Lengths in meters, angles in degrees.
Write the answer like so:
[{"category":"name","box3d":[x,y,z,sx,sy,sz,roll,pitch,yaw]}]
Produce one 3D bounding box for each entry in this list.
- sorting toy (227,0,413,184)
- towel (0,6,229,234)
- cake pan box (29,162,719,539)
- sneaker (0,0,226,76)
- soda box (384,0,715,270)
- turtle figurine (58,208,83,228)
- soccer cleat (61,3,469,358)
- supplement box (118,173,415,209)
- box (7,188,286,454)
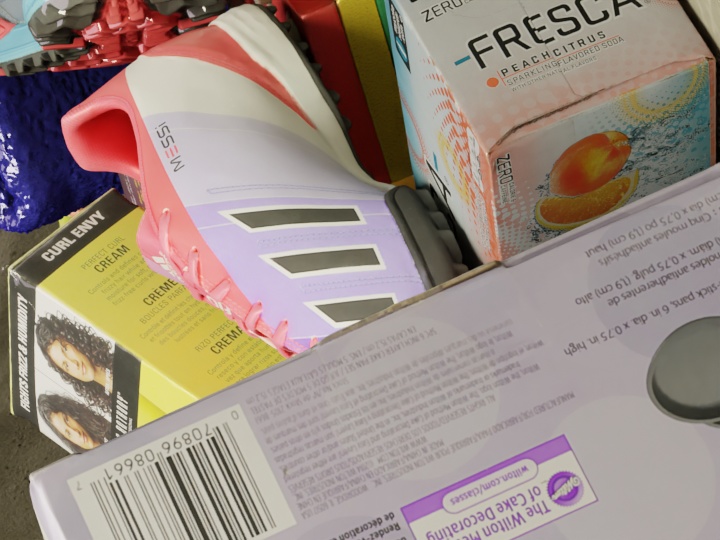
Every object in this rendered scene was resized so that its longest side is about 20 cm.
[{"category":"sorting toy","box3d":[-0.020,-0.137,0.857,0.199,0.070,0.200,-123,12,-53]},{"category":"towel","box3d":[-0.092,-0.104,1.037,0.050,0.200,0.148,-23,91,46]},{"category":"cake pan box","box3d":[0.046,0.093,0.590,0.184,0.200,0.052,61,169,20]},{"category":"sneaker","box3d":[-0.083,-0.119,0.884,0.200,0.079,0.096,169,94,-77]},{"category":"soda box","box3d":[0.056,-0.009,0.732,0.200,0.064,0.068,80,165,-57]},{"category":"turtle figurine","box3d":[-0.063,0.028,1.100,0.200,0.064,0.161,41,-170,-8]},{"category":"soccer cleat","box3d":[-0.020,-0.003,0.745,0.200,0.073,0.068,54,165,47]},{"category":"supplement box","box3d":[0.000,0.000,0.924,0.200,0.110,0.086,52,164,47]},{"category":"box","box3d":[-0.015,0.060,0.783,0.200,0.050,0.075,34,143,21]}]
